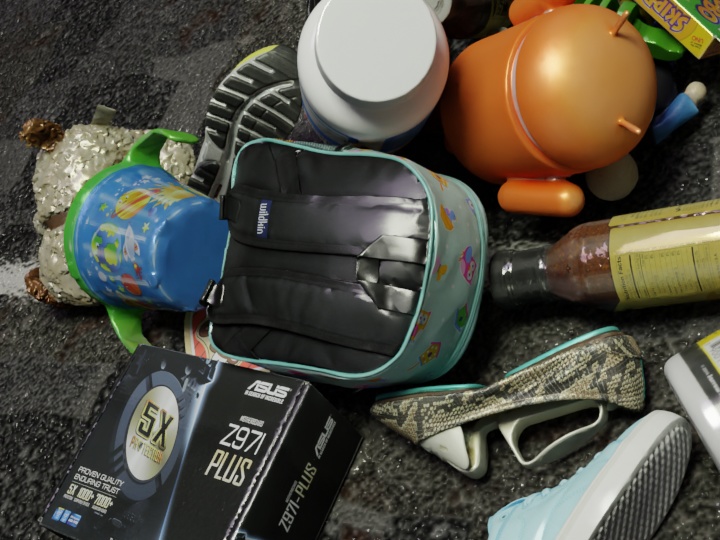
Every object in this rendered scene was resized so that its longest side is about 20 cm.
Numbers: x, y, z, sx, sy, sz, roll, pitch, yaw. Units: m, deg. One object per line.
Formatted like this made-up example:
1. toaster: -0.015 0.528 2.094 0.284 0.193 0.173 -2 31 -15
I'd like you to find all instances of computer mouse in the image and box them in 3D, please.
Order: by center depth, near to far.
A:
1. computer mouse: 0.006 -0.075 0.930 0.140 0.046 0.199 -42 40 -22

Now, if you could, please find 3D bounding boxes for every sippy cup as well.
1. sippy cup: -0.175 -0.023 0.958 0.139 0.180 0.129 -38 31 -29

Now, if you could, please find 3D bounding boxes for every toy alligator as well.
1. toy alligator: 0.163 -0.193 0.855 0.198 0.054 0.060 17 71 45

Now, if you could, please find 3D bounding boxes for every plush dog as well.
1. plush dog: -0.269 -0.050 1.075 0.197 0.160 0.175 -17 71 23

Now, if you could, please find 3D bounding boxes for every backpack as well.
1. backpack: 0.000 0.000 0.799 0.198 0.152 0.179 5 81 45

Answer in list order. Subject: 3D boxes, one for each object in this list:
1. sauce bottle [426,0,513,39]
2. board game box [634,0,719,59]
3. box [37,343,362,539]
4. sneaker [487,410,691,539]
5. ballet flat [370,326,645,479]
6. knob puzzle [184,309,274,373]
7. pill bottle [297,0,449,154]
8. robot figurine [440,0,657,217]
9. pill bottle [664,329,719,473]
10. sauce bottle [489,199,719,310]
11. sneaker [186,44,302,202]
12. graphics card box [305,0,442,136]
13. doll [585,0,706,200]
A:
1. sauce bottle: 0.088 -0.229 0.924 0.065 0.067 0.200 -17 8 23
2. board game box: 0.229 -0.229 0.827 0.200 0.095 0.030 48 133 22
3. box: -0.123 0.159 0.824 0.198 0.086 0.165 8 61 40
4. sneaker: 0.119 0.156 0.661 0.200 0.074 0.082 -48 46 -9
5. ballet flat: 0.098 0.099 0.736 0.197 0.068 0.077 -18 69 21
6. knob puzzle: -0.089 0.017 0.956 0.217 0.030 0.222 -19 47 22
7. pill bottle: 0.008 -0.149 0.803 0.112 0.112 0.200 -43 1 -2
8. robot figurine: 0.135 -0.123 0.788 0.145 0.116 0.199 -56 20 -17
9. pill bottle: 0.281 0.052 0.598 0.198 0.114 0.115 -31 43 11
10. sauce bottle: 0.185 -0.007 0.741 0.197 0.066 0.067 -7 52 33
11. sneaker: -0.109 -0.142 1.024 0.201 0.077 0.091 -52 15 38
12. graphics card box: 0.012 -0.209 0.996 0.123 0.051 0.202 6 45 -9
13. doll: 0.207 -0.140 0.857 0.135 0.048 0.203 -10 55 36
